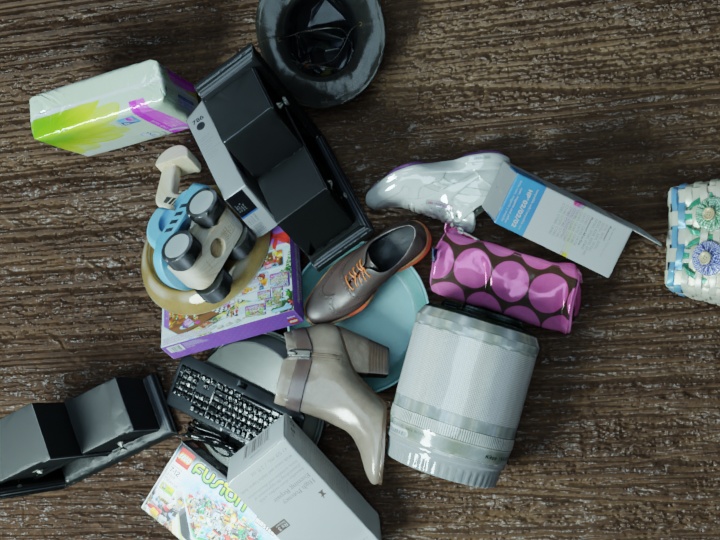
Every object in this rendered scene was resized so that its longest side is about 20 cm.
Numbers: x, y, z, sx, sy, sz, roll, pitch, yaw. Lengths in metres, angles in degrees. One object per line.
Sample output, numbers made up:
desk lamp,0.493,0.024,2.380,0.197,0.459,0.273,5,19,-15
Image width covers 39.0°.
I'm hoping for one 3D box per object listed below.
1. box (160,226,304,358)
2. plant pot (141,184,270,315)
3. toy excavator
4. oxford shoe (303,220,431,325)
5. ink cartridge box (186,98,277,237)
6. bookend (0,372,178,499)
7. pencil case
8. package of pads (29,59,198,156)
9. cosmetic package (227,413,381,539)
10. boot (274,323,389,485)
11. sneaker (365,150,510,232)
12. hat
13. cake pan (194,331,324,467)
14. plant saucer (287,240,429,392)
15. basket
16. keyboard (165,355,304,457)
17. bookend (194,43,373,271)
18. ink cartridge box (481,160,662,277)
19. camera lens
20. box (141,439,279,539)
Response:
box,-0.174,0.027,1.370,0.196,0.039,0.139,-16,57,15
plant pot,-0.217,-0.036,1.383,0.196,0.028,0.204,-10,59,17
toy excavator,-0.234,-0.074,1.346,0.197,0.100,0.197,13,66,37
oxford shoe,0.000,0.000,1.309,0.199,0.072,0.072,-40,78,8
ink cartridge box,-0.177,-0.145,1.352,0.039,0.100,0.202,-32,54,6
bookend,-0.378,0.217,1.351,0.197,0.199,0.094,-26,78,9
pencil case,0.186,0.009,1.293,0.196,0.091,0.096,17,98,11
package of pads,-0.333,-0.221,1.404,0.196,0.154,0.070,-13,85,11
cosmetic package,-0.069,0.292,1.291,0.101,0.074,0.201,-38,107,10
boot,-0.037,0.165,1.285,0.143,0.071,0.204,5,62,-5
sneaker,0.103,-0.094,1.329,0.196,0.075,0.102,-10,82,12
hat,-0.045,-0.320,1.384,0.196,0.081,0.205,1,93,16
cake pan,-0.143,0.182,1.364,0.196,0.037,0.205,1,93,22
plant saucer,0.000,0.064,1.360,0.196,0.036,0.205,-1,84,14
basket,0.465,-0.027,1.203,0.196,0.139,0.180,2,84,23
keyboard,-0.174,0.196,1.335,0.197,0.039,0.106,22,99,21
bookend,-0.095,-0.140,1.275,0.091,0.200,0.200,-33,50,8
ink cartridge box,0.256,-0.056,1.248,0.197,0.115,0.069,25,102,-6
camera lens,0.125,0.147,1.258,0.157,0.160,0.204,16,89,14
box,-0.191,0.334,1.381,0.198,0.035,0.111,33,93,14
